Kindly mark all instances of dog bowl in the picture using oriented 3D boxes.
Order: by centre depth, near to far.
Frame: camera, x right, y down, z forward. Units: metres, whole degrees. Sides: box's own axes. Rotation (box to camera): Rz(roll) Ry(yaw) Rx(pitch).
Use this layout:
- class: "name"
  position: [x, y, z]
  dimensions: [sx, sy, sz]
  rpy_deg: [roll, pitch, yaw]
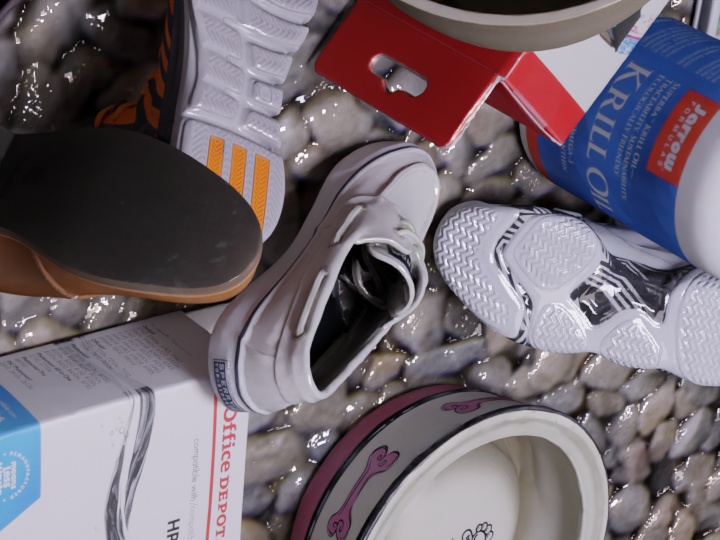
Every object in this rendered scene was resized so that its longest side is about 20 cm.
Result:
- class: "dog bowl"
  position: [0.045, 0.154, 1.276]
  dimensions: [0.199, 0.074, 0.202]
  rpy_deg: [-20, 124, -32]

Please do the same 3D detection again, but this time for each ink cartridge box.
- class: "ink cartridge box"
  position: [-0.121, 0.095, 1.102]
  dimensions: [0.199, 0.068, 0.117]
  rpy_deg: [-15, 123, -35]
- class: "ink cartridge box"
  position: [0.082, -0.144, 1.109]
  dimensions: [0.200, 0.116, 0.067]
  rpy_deg: [-53, 137, -3]

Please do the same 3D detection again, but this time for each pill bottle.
- class: "pill bottle"
  position: [0.186, -0.061, 1.185]
  dimensions: [0.112, 0.200, 0.113]
  rpy_deg: [-20, 125, -32]

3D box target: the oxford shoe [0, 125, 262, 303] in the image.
- class: "oxford shoe"
  position: [-0.120, -0.016, 0.959]
  dimensions: [0.072, 0.199, 0.072]
  rpy_deg: [-57, 145, -29]

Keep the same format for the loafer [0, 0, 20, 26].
- class: "loafer"
  position: [-0.153, -0.130, 0.936]
  dimensions: [0.201, 0.063, 0.072]
  rpy_deg: [-55, 146, -12]

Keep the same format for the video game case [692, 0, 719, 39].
- class: "video game case"
  position: [0.248, -0.145, 1.324]
  dimensions: [0.142, 0.018, 0.201]
  rpy_deg: [-11, 120, -36]

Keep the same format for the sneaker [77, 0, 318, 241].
- class: "sneaker"
  position: [-0.085, -0.090, 1.027]
  dimensions: [0.077, 0.112, 0.201]
  rpy_deg: [26, 61, -33]

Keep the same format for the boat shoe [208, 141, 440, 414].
- class: "boat shoe"
  position: [0.000, 0.000, 1.109]
  dimensions: [0.200, 0.065, 0.072]
  rpy_deg: [-45, 127, -47]

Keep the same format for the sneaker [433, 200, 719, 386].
- class: "sneaker"
  position: [0.130, 0.003, 1.268]
  dimensions: [0.198, 0.115, 0.076]
  rpy_deg: [17, 104, -10]

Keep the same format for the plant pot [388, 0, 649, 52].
- class: "plant pot"
  position: [0.071, -0.168, 0.954]
  dimensions: [0.188, 0.187, 0.200]
  rpy_deg: [-53, 169, -4]
